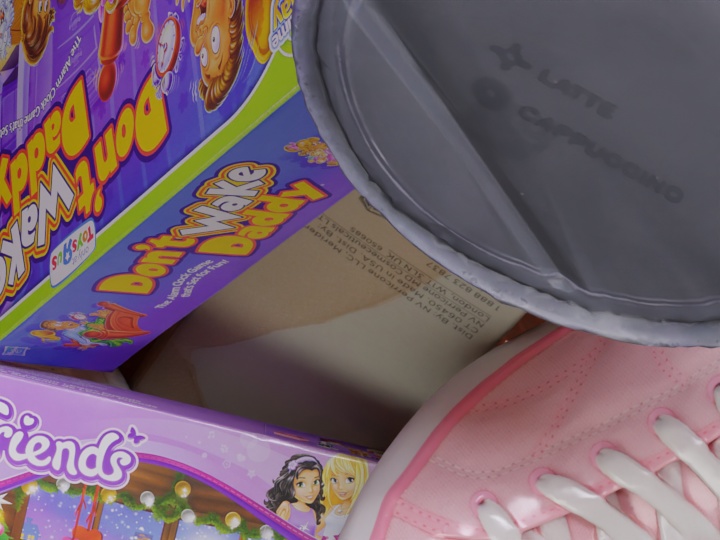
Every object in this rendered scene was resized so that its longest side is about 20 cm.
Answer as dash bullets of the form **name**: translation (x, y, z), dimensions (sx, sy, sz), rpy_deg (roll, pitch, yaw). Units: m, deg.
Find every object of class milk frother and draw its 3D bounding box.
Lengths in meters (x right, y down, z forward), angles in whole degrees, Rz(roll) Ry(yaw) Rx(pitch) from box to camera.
- **milk frother**: translation (0.114, -0.100, 0.428), dimensions (0.180, 0.188, 0.200), rpy_deg (27, 143, 1)

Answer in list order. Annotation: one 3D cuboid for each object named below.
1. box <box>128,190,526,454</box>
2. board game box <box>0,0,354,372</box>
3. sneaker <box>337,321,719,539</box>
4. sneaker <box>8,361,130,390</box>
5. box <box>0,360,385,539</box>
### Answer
- **box**: translation (0.000, 0.000, 0.694), dimensions (0.078, 0.095, 0.200), rpy_deg (34, 141, -4)
- **board game box**: translation (-0.045, -0.071, 0.607), dimensions (0.045, 0.135, 0.200), rpy_deg (7, 154, -32)
- **sneaker**: translation (0.085, 0.050, 0.592), dimensions (0.105, 0.200, 0.075), rpy_deg (21, 145, 60)
- **sneaker**: translation (-0.145, 0.019, 0.747), dimensions (0.200, 0.088, 0.075), rpy_deg (49, 137, 42)
- **box**: translation (-0.065, 0.106, 0.657), dimensions (0.199, 0.137, 0.039), rpy_deg (13, -178, -2)
